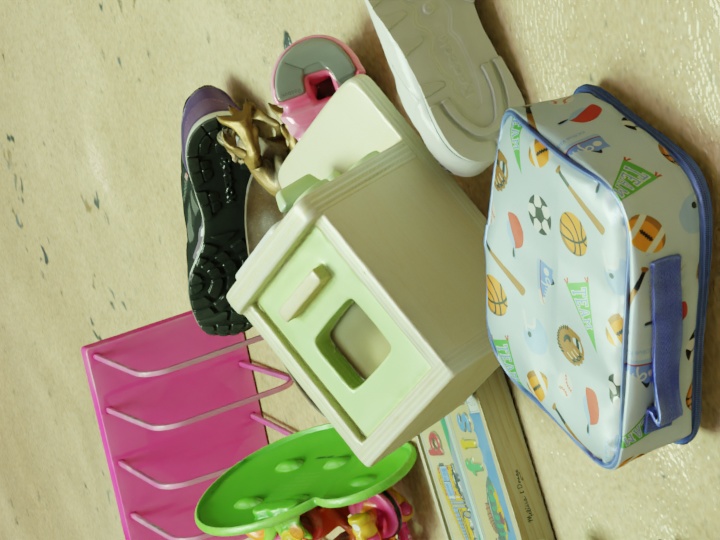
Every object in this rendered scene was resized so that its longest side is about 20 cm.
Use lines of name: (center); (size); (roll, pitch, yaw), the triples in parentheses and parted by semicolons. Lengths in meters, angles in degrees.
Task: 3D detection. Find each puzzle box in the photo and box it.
puzzle box: (0.082, 0.146, 1.821); (0.133, 0.025, 0.201); (-14, 93, 69)

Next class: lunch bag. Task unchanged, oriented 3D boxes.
lunch bag: (0.138, 0.008, 1.516); (0.160, 0.075, 0.201); (41, 142, 49)

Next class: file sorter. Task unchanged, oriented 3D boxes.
file sorter: (-0.120, 0.145, 2.166); (0.125, 0.138, 0.201); (15, 120, 61)

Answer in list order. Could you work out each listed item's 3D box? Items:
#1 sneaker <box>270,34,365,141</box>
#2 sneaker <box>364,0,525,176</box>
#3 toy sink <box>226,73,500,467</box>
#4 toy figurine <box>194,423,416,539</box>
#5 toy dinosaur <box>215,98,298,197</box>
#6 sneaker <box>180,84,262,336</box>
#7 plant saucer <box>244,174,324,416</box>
sneaker: (-0.002, -0.063, 1.832); (0.095, 0.079, 0.201); (-77, -30, -89)
sneaker: (0.036, -0.153, 1.651); (0.080, 0.076, 0.201); (144, 109, -77)
toy sink: (0.000, 0.000, 1.695); (0.200, 0.112, 0.130); (52, 140, 9)
toy figurine: (-0.002, 0.228, 2.005); (0.199, 0.150, 0.185); (-9, 114, 44)
toy dinosaur: (-0.050, -0.067, 1.885); (0.200, 0.060, 0.107); (57, 170, 52)
sneaker: (-0.105, -0.049, 2.096); (0.088, 0.075, 0.201); (-116, 23, -58)
plant saucer: (-0.029, 0.012, 1.981); (0.200, 0.034, 0.201); (50, 149, 47)
